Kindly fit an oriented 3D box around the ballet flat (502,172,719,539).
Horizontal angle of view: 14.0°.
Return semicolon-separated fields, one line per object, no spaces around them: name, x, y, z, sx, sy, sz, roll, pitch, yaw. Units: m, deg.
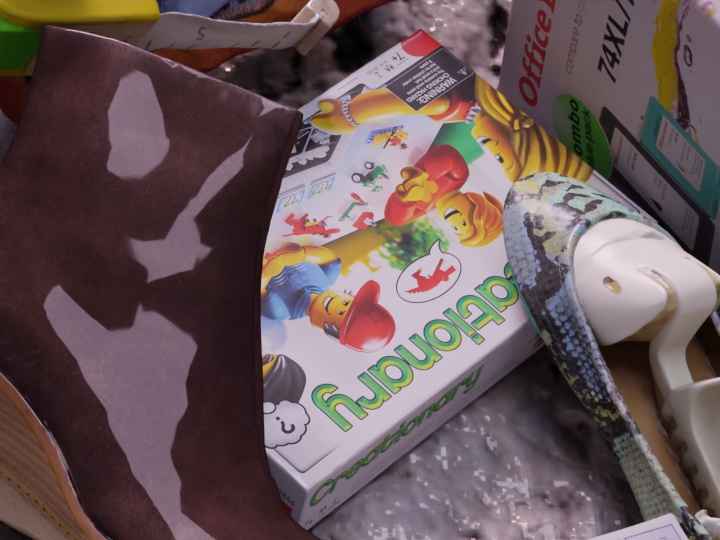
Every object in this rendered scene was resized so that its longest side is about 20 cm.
ballet flat;0.115;0.038;1.029;0.074;0.074;0.201;-18;69;-27

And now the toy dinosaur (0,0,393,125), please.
toy dinosaur;-0.050;-0.108;1.119;0.199;0.105;0.182;34;77;7

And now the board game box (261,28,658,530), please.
board game box;0.000;0.000;1.080;0.126;0.035;0.200;40;52;19

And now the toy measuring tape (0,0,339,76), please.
toy measuring tape;-0.098;-0.109;1.051;0.199;0.074;0.074;-6;50;-40

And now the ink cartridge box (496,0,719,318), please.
ink cartridge box;0.172;-0.079;1.108;0.145;0.147;0.200;-29;61;-23

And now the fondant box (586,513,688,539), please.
fondant box;0.006;0.158;0.873;0.199;0.145;0.058;-15;56;-25

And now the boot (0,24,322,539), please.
boot;-0.053;0.023;0.972;0.199;0.072;0.167;24;89;15
